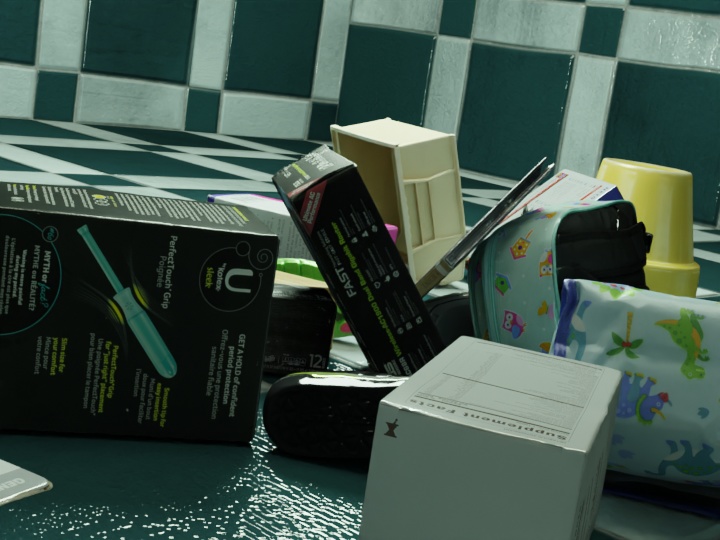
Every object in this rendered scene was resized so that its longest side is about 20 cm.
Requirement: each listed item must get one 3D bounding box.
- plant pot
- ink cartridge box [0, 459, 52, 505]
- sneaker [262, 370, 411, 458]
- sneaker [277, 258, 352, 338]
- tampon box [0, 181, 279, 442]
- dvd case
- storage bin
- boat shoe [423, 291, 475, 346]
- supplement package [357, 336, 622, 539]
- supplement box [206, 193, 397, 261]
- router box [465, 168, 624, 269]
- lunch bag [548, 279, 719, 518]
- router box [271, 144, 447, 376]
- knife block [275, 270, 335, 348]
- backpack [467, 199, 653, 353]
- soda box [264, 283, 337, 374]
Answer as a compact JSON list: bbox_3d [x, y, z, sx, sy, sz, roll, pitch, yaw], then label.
[{"bbox_3d":[0.393,-0.055,1.712,0.197,0.192,0.201,9,9,-2],"label":"plant pot"},{"bbox_3d":[-0.249,0.118,0.466,0.173,0.085,0.199,13,11,26],"label":"ink cartridge box"},{"bbox_3d":[0.027,0.100,0.851,0.196,0.073,0.083,11,9,11],"label":"sneaker"},{"bbox_3d":[-0.071,0.016,1.228,0.197,0.078,0.083,15,15,26],"label":"sneaker"},{"bbox_3d":[-0.172,0.027,0.855,0.196,0.153,0.126,6,11,-18],"label":"tampon box"},{"bbox_3d":[0.097,-0.021,1.135,0.016,0.149,0.200,45,-24,3],"label":"dvd case"},{"bbox_3d":[0.051,-0.094,1.623,0.092,0.202,0.199,-15,18,-23],"label":"storage bin"},{"bbox_3d":[0.135,0.052,1.243,0.197,0.073,0.065,-7,19,-34],"label":"boat shoe"},{"bbox_3d":[0.078,0.117,0.684,0.112,0.112,0.200,12,10,16],"label":"supplement package"},{"bbox_3d":[-0.071,-0.019,1.347,0.197,0.105,0.101,12,9,27],"label":"supplement box"},{"bbox_3d":[0.242,-0.051,1.621,0.199,0.049,0.179,-35,17,-3],"label":"router box"},{"bbox_3d":[0.214,0.102,0.865,0.167,0.129,0.200,11,-19,11],"label":"lunch bag"},{"bbox_3d":[0.000,0.000,1.028,0.061,0.202,0.150,-28,14,-3],"label":"router box"},{"bbox_3d":[-0.138,0.022,1.164,0.197,0.065,0.175,4,11,-22],"label":"knife block"},{"bbox_3d":[0.185,0.025,1.128,0.151,0.179,0.199,-5,3,30],"label":"backpack"},{"bbox_3d":[-0.123,0.043,1.039,0.196,0.072,0.063,7,9,-12],"label":"soda box"}]
